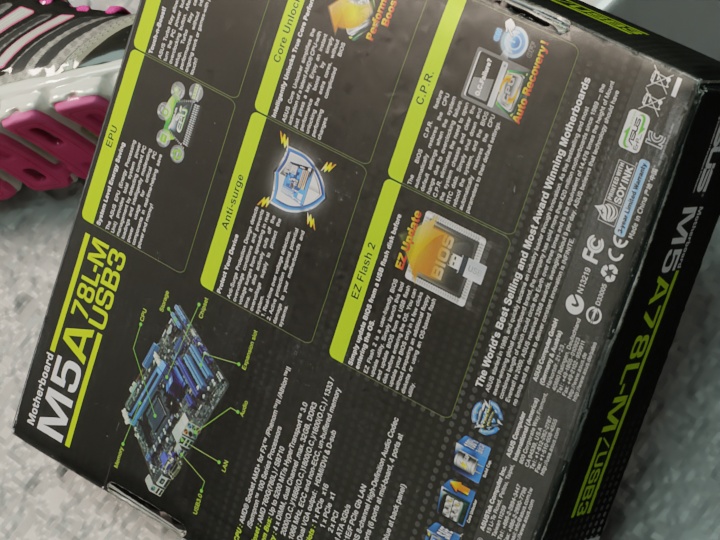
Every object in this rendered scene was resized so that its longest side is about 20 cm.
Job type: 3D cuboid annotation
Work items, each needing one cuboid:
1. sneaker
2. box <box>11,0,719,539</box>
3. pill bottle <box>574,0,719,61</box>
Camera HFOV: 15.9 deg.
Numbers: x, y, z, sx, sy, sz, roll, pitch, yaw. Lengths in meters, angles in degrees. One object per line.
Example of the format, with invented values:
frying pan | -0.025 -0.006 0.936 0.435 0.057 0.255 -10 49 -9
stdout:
sneaker | -0.115 -0.076 0.892 0.199 0.074 0.088 -11 67 20
box | 0.000 0.000 0.777 0.193 0.047 0.201 27 108 31
pill bottle | 0.034 -0.128 0.842 0.114 0.114 0.200 -38 60 -2
